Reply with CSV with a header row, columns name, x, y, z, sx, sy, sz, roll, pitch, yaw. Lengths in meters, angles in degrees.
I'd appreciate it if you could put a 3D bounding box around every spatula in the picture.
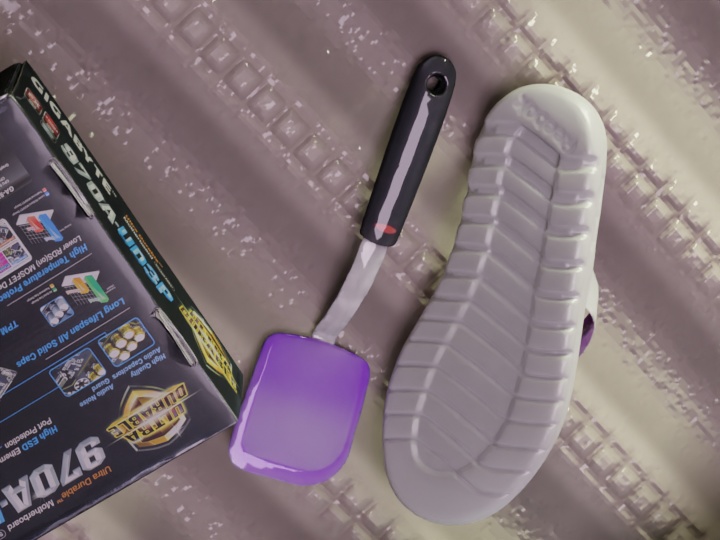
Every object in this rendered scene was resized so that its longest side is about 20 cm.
name,x,y,z,sx,sy,sz,roll,pitch,yaw
spatula,0.000,0.000,1.151,0.056,0.021,0.201,18,104,-21

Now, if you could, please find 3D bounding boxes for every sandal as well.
name,x,y,z,sx,sy,sz,roll,pitch,yaw
sandal,0.071,0.019,1.163,0.050,0.082,0.204,-9,120,-62

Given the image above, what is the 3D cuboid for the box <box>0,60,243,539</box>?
name,x,y,z,sx,sy,sz,roll,pitch,yaw
box,-0.170,0.037,1.027,0.199,0.046,0.159,-31,108,11
